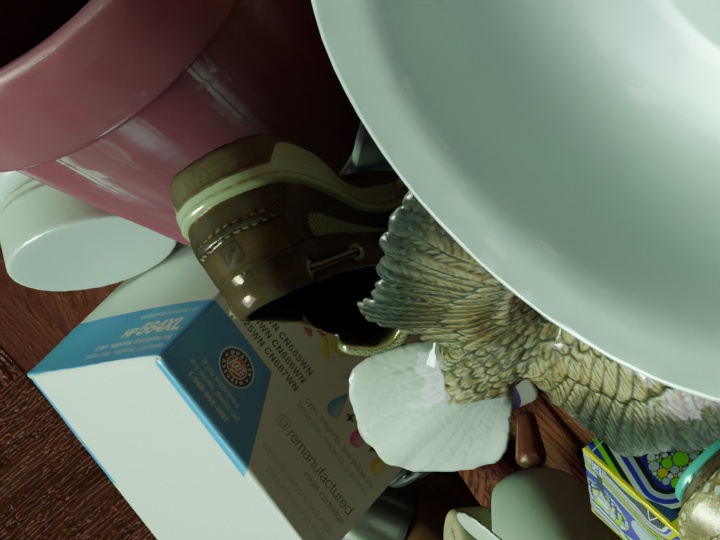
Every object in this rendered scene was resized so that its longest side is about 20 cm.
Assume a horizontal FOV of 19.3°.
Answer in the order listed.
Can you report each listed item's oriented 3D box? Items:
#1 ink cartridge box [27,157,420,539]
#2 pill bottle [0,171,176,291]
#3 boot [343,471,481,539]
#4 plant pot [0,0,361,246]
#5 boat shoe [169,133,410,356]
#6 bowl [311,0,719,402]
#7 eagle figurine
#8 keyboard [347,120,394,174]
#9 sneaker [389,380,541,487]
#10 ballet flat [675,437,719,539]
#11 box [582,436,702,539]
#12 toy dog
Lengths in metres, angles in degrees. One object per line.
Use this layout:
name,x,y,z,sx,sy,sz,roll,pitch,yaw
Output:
ink cartridge box,-0.030,0.029,1.023,0.125,0.200,0.129,-11,121,54
pill bottle,-0.148,-0.097,1.024,0.111,0.111,0.200,88,168,-68
boot,0.094,0.165,1.227,0.200,0.069,0.188,26,-175,4
plant pot,-0.092,-0.106,0.873,0.200,0.200,0.179,34,175,45
boat shoe,-0.005,0.003,0.868,0.202,0.075,0.075,10,-127,-58
bowl,0.088,-0.064,0.564,0.201,0.090,0.201,35,152,21
eagle figurine,0.073,-0.002,0.747,0.200,0.152,0.151,-164,56,-74
keyboard,0.028,-0.070,0.839,0.200,0.056,0.011,107,148,-73
sneaker,0.026,0.076,1.157,0.076,0.088,0.200,48,166,1
ballet flat,0.163,0.100,0.733,0.065,0.071,0.200,52,-164,25
box,0.185,0.129,0.869,0.200,0.064,0.070,41,164,27
toy dog,0.103,0.125,1.046,0.200,0.132,0.097,3,101,61
